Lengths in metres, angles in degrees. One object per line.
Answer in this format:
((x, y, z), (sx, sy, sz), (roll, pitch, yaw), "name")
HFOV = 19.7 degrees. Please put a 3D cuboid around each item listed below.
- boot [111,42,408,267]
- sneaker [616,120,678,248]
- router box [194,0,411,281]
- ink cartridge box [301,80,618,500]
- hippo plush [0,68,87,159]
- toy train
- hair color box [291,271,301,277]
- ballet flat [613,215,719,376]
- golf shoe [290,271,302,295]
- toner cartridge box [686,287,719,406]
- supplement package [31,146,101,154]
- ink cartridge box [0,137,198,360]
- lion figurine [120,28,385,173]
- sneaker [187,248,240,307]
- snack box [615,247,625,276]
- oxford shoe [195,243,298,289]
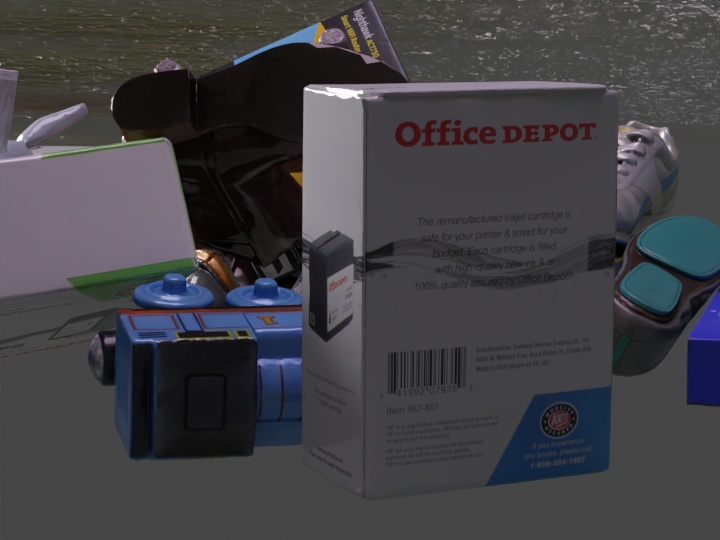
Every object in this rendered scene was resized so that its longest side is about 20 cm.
((-0.042, -0.061, 1.281), (0.186, 0.064, 0.200), (2, -25, 14), "boot")
((0.172, -0.062, 1.467), (0.076, 0.081, 0.200), (10, 12, 21), "sneaker")
((-0.029, -0.094, 1.462), (0.149, 0.051, 0.200), (-24, 41, 2), "router box")
((0.049, 0.004, 1.058), (0.145, 0.201, 0.084), (-4, 10, -25), "ink cartridge box")
((-0.310, -0.037, 1.418), (0.161, 0.200, 0.159), (-3, -17, 37), "hippo plush")
((-0.047, 0.054, 1.142), (0.199, 0.087, 0.114), (0, 17, -15), "toy train")
((0.007, -0.022, 1.566), (0.061, 0.099, 0.200), (7, 10, 37), "hair color box")
((0.196, 0.017, 1.389), (0.067, 0.064, 0.200), (29, 27, 13), "ballet flat")
((0.000, 0.000, 1.304), (0.078, 0.097, 0.200), (21, -16, -7), "golf shoe")
((0.264, 0.047, 1.314), (0.095, 0.043, 0.200), (3, 9, 15), "toner cartridge box")
((-0.272, -0.036, 1.581), (0.199, 0.118, 0.117), (1, 5, -1), "supplement package")
((-0.199, -0.004, 1.238), (0.145, 0.084, 0.200), (-10, -10, -24), "ink cartridge box")
((-0.076, -0.087, 1.374), (0.199, 0.123, 0.073), (-5, 48, 5), "lion figurine")
((-0.133, 0.027, 1.372), (0.077, 0.078, 0.200), (-34, 29, -26), "sneaker")
((0.100, 0.014, 1.440), (0.168, 0.068, 0.200), (6, 9, 28), "snack box")
((-0.098, 0.002, 1.464), (0.200, 0.085, 0.073), (6, 8, 22), "oxford shoe")
